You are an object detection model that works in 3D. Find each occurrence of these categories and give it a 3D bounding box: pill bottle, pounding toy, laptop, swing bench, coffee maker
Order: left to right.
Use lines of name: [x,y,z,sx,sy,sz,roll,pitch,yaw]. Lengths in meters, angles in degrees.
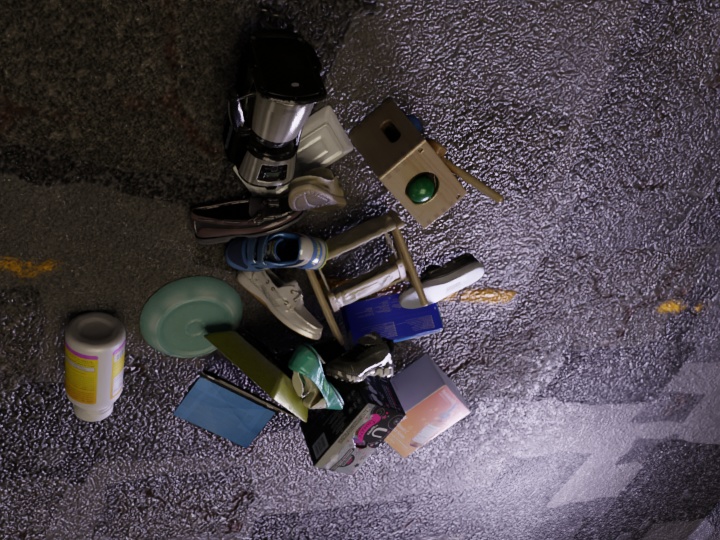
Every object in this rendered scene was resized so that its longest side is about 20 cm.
pill bottle: [-0.490,0.182,1.423,0.104,0.104,0.201,-2,127,-24]
laptop: [-0.260,0.298,1.590,0.187,0.200,0.116,30,78,-21]
coffee maker: [-0.135,-0.259,1.202,0.134,0.193,0.200,15,143,-11]
laptop: [-0.107,0.174,1.559,0.199,0.104,0.178,-19,136,15]
swing bench: [0.000,0.000,1.488,0.198,0.130,0.201,-23,120,-5]
pounding toy: [0.113,-0.180,1.344,0.142,0.200,0.184,-40,133,9]

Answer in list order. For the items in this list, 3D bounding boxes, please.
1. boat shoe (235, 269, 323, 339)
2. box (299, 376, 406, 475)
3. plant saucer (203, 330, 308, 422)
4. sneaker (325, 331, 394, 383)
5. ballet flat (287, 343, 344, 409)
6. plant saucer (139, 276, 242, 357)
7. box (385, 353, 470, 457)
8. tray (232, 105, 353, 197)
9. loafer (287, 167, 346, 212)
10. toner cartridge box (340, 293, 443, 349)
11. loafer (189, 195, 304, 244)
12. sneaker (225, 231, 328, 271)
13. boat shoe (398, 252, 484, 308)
boat shoe: [-0.141,0.048,1.442,0.200,0.071,0.069,39,99,2]
box: [-0.018,0.318,1.650,0.114,0.132,0.200,22,116,-35]
plant saucer: [-0.188,0.196,1.499,0.048,0.199,0.200,-49,153,-10]
sneaker: [0.004,0.160,1.464,0.199,0.066,0.091,4,101,-55]
ballet flat: [-0.093,0.221,1.478,0.070,0.067,0.201,-46,138,-22]
plant saucer: [-0.320,0.101,1.484,0.199,0.036,0.201,-13,131,-15]
box: [0.131,0.322,1.830,0.200,0.107,0.152,-36,133,7]
tray: [-0.113,-0.193,1.349,0.199,0.022,0.108,-32,134,2]
loafer: [-0.080,-0.142,1.326,0.075,0.069,0.200,-15,176,11]
toner cartridge box: [0.066,0.102,1.623,0.199,0.096,0.043,-10,166,-17]
loafer: [-0.198,-0.097,1.340,0.199,0.072,0.063,-14,130,3]
sneaker: [-0.160,-0.037,1.366,0.199,0.075,0.082,-3,175,23]
boat shoe: [0.161,0.015,1.620,0.199,0.066,0.070,-24,145,-11]
